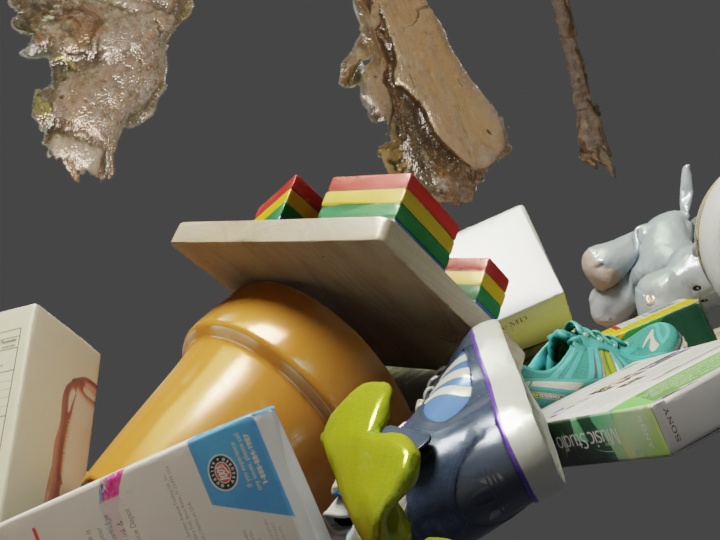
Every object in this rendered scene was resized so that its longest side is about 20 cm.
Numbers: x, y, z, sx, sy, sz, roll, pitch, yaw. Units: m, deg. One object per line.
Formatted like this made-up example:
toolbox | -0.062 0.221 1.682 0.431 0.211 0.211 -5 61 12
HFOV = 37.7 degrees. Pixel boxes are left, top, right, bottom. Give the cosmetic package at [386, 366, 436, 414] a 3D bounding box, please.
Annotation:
cosmetic package | 0.026 0.121 0.893 0.105 0.071 0.200 -29 15 -28

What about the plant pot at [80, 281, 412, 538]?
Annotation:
plant pot | -0.090 0.140 0.756 0.183 0.200 0.200 -39 4 -33

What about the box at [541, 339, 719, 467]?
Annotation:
box | 0.191 0.086 0.695 0.144 0.036 0.200 -22 -6 -23

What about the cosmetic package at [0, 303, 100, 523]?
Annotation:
cosmetic package | -0.254 0.137 0.735 0.103 0.200 0.087 -14 -36 19

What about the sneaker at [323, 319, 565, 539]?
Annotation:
sneaker | 0.040 0.107 0.656 0.146 0.081 0.200 -26 14 7

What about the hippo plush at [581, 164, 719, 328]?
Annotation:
hippo plush | 0.373 0.016 1.214 0.200 0.159 0.161 -38 26 0

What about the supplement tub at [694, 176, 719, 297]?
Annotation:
supplement tub | 0.330 -0.026 0.800 0.144 0.145 0.200 -25 -5 16

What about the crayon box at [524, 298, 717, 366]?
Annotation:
crayon box | 0.223 0.088 0.987 0.200 0.051 0.127 -24 -5 9

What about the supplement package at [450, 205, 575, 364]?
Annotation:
supplement package | 0.152 0.049 1.092 0.117 0.117 0.200 -23 -36 6

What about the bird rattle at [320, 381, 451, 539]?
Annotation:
bird rattle | -0.035 0.143 0.364 0.200 0.113 0.163 -36 -8 -35

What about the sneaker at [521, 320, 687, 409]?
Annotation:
sneaker | 0.187 0.076 0.847 0.200 0.080 0.077 -20 -6 -34

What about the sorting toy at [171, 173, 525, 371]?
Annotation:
sorting toy | 0.000 0.000 0.791 0.199 0.070 0.200 1 -29 39

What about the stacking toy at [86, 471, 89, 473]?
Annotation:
stacking toy | -0.217 0.235 0.778 0.146 0.146 0.200 -22 11 -21

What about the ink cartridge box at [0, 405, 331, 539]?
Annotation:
ink cartridge box | -0.122 0.169 0.597 0.200 0.115 0.068 -24 -5 5
